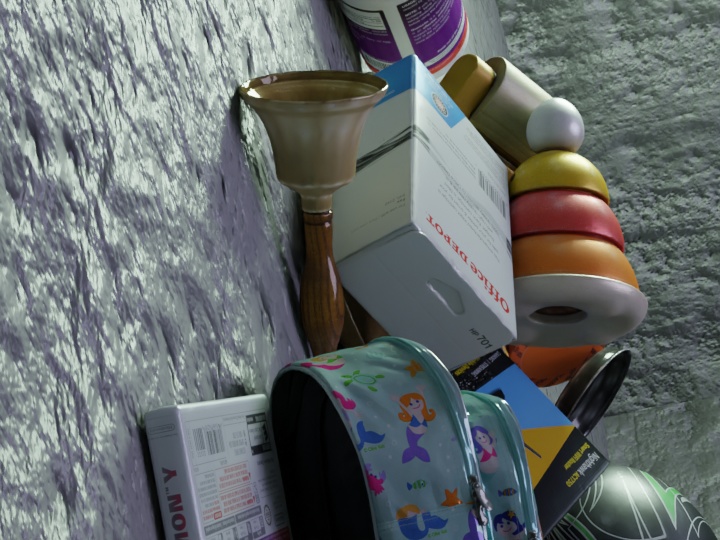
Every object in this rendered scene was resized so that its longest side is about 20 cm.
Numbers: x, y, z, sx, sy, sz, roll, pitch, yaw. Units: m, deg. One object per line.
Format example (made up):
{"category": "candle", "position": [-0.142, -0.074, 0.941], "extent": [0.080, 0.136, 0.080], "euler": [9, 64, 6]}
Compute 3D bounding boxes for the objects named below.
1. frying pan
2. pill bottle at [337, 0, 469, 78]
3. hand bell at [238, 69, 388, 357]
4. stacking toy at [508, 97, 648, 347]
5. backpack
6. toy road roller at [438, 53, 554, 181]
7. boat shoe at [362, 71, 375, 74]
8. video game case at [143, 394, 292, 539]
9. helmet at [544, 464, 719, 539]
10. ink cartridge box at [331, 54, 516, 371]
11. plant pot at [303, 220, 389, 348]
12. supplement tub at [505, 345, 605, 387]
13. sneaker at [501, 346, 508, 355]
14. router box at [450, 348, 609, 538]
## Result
{"category": "frying pan", "position": [0.176, 0.141, 1.668], "extent": [0.031, 0.190, 0.115], "euler": [35, -21, 21]}
{"category": "pill bottle", "position": [0.032, -0.269, 1.801], "extent": [0.200, 0.111, 0.113], "euler": [62, 19, -60]}
{"category": "hand bell", "position": [-0.030, -0.032, 1.340], "extent": [0.104, 0.103, 0.202], "euler": [-71, 161, -71]}
{"category": "stacking toy", "position": [0.161, -0.046, 1.567], "extent": [0.146, 0.145, 0.202], "euler": [56, 33, -65]}
{"category": "backpack", "position": [0.022, 0.140, 1.159], "extent": [0.177, 0.150, 0.202], "euler": [-10, -81, 71]}
{"category": "toy road roller", "position": [0.077, -0.091, 1.670], "extent": [0.123, 0.201, 0.146], "euler": [36, 2, -24]}
{"category": "boat shoe", "position": [0.007, -0.142, 1.676], "extent": [0.200, 0.056, 0.067], "euler": [-41, 119, -78]}
{"category": "video game case", "position": [-0.066, 0.161, 1.033], "extent": [0.200, 0.023, 0.184], "euler": [13, 66, -80]}
{"category": "helmet", "position": [0.214, 0.260, 1.601], "extent": [0.190, 0.199, 0.202], "euler": [35, 43, -56]}
{"category": "ink cartridge box", "position": [0.049, -0.043, 1.468], "extent": [0.147, 0.085, 0.201], "euler": [47, 30, -34]}
{"category": "plant pot", "position": [0.000, 0.000, 1.496], "extent": [0.200, 0.027, 0.202], "euler": [-18, 90, -73]}
{"category": "supplement tub", "position": [0.144, 0.001, 1.737], "extent": [0.123, 0.122, 0.201], "euler": [67, 0, -49]}
{"category": "sneaker", "position": [0.105, 0.109, 1.655], "extent": [0.077, 0.078, 0.201], "euler": [-70, 152, -55]}
{"category": "router box", "position": [0.094, 0.147, 1.471], "extent": [0.149, 0.051, 0.200], "euler": [46, 33, 6]}
